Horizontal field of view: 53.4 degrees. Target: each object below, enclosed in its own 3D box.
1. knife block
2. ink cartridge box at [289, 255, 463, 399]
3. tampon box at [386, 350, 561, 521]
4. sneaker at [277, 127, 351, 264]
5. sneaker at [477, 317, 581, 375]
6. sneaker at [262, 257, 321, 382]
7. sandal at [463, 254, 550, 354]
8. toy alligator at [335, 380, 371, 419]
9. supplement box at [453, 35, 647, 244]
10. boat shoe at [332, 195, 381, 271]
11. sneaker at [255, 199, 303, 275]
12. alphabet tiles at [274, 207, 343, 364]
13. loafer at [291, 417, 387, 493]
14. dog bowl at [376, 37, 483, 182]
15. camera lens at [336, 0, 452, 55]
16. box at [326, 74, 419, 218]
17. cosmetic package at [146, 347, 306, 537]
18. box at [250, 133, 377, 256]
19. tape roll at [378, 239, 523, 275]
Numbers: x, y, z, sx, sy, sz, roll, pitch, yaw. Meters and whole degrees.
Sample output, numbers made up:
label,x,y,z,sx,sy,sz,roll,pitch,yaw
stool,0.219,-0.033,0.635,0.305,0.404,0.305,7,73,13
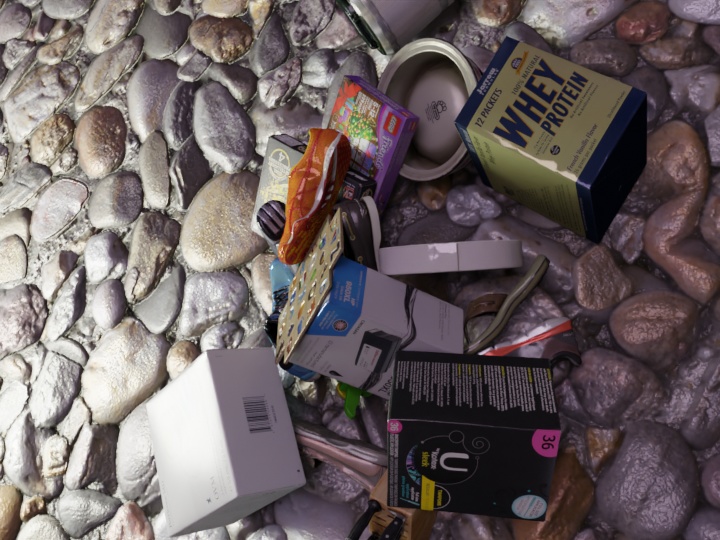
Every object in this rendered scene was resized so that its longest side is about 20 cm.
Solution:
label,x,y,z,sx,sy,sz,roll,pitch,yaw
knife block,0.052,0.294,0.917,0.063,0.175,0.205,16,81,24
ink cartridge box,0.021,0.086,0.952,0.145,0.196,0.086,-54,20,43
tampon box,0.133,0.200,0.877,0.194,0.154,0.127,3,33,7
sneaker,-0.076,-0.106,1.035,0.076,0.073,0.205,19,84,30
sneaker,0.204,0.138,0.957,0.197,0.077,0.084,-29,72,13
sneaker,-0.106,0.065,1.089,0.077,0.089,0.205,-31,60,27
sandal,0.182,0.051,0.986,0.057,0.080,0.202,40,83,9
toy alligator,-0.014,0.121,1.069,0.053,0.060,0.205,0,57,-21
supplement box,0.257,-0.168,0.951,0.198,0.200,0.136,32,87,27
boat shoe,0.000,0.000,1.033,0.059,0.072,0.208,-10,101,-16
sneaker,-0.083,-0.019,1.092,0.074,0.087,0.201,-38,91,-14
alphabet tiles,-0.069,0.021,0.954,0.202,0.006,0.168,-59,20,28
loafer,-0.049,0.265,1.031,0.195,0.072,0.065,14,87,23
dog bowl,0.113,-0.235,1.066,0.197,0.073,0.207,6,99,42
camera lens,0.063,-0.461,1.141,0.199,0.160,0.162,-39,64,8
box,-0.002,-0.175,1.100,0.136,0.039,0.204,38,122,28
cosmetic package,-0.201,0.246,1.031,0.199,0.121,0.204,-39,60,39
box,-0.078,-0.101,1.122,0.197,0.049,0.165,31,120,27
tape roll,0.120,-0.017,0.964,0.197,0.202,0.038,-3,91,22
